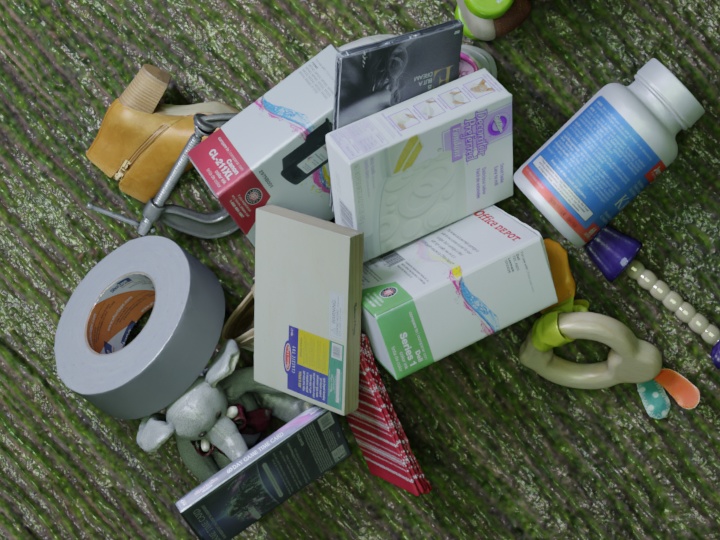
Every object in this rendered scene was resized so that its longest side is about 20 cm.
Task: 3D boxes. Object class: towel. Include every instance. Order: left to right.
[{"bbox_3d":[0.008,0.150,1.642,0.022,0.144,0.201,-27,103,-19],"label":"towel"}]

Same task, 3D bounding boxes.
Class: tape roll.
[{"bbox_3d":[-0.248,0.063,1.666,0.199,0.066,0.201,-21,49,26],"label":"tape roll"}]

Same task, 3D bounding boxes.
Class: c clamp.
[{"bbox_3d":[-0.183,-0.104,1.661,0.170,0.027,0.200,25,120,-29],"label":"c clamp"}]

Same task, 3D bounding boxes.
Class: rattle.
[{"bbox_3d":[0.281,0.069,1.663,0.199,0.143,0.131,13,128,-7],"label":"rattle"}]

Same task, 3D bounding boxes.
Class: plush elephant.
[{"bbox_3d":[-0.158,0.167,1.672,0.200,0.155,0.165,42,99,4],"label":"plush elephant"}]

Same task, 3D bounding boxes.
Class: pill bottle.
[{"bbox_3d":[0.272,-0.130,1.610,0.200,0.112,0.112,-44,86,10],"label":"pill bottle"}]

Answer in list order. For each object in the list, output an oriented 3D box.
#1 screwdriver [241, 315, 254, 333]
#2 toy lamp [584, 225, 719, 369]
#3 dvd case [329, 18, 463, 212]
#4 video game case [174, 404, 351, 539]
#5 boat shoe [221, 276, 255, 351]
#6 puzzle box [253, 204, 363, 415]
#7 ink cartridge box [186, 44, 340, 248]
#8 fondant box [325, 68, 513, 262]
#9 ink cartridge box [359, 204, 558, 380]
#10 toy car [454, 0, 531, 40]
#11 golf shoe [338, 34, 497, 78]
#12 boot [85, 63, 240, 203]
[{"bbox_3d":[-0.100,0.008,1.723,0.029,0.028,0.200,44,104,34],"label":"screwdriver"},{"bbox_3d":[0.333,0.026,1.638,0.200,0.058,0.058,40,98,6],"label":"toy lamp"},{"bbox_3d":[0.037,-0.162,1.581,0.148,0.201,0.016,-19,47,-24],"label":"dvd case"},{"bbox_3d":[-0.104,0.229,1.650,0.199,0.143,0.019,-34,62,-9],"label":"video game case"},{"bbox_3d":[-0.088,0.030,1.645,0.200,0.064,0.072,-51,41,40],"label":"boat shoe"},{"bbox_3d":[-0.057,0.041,1.567,0.132,0.025,0.201,18,115,35],"label":"puzzle box"},{"bbox_3d":[-0.064,-0.125,1.617,0.200,0.146,0.083,-37,51,-1],"label":"ink cartridge box"},{"bbox_3d":[0.067,-0.112,1.593,0.199,0.145,0.058,-25,48,-18],"label":"fondant box"},{"bbox_3d":[0.090,0.018,1.595,0.199,0.145,0.084,-25,114,-11],"label":"ink cartridge box"},{"bbox_3d":[0.186,-0.349,1.594,0.199,0.164,0.159,-21,90,0],"label":"toy car"},{"bbox_3d":[0.050,-0.226,1.651,0.198,0.092,0.076,1,95,10],"label":"golf shoe"},{"bbox_3d":[-0.204,-0.132,1.716,0.200,0.071,0.144,31,113,-7],"label":"boot"}]
